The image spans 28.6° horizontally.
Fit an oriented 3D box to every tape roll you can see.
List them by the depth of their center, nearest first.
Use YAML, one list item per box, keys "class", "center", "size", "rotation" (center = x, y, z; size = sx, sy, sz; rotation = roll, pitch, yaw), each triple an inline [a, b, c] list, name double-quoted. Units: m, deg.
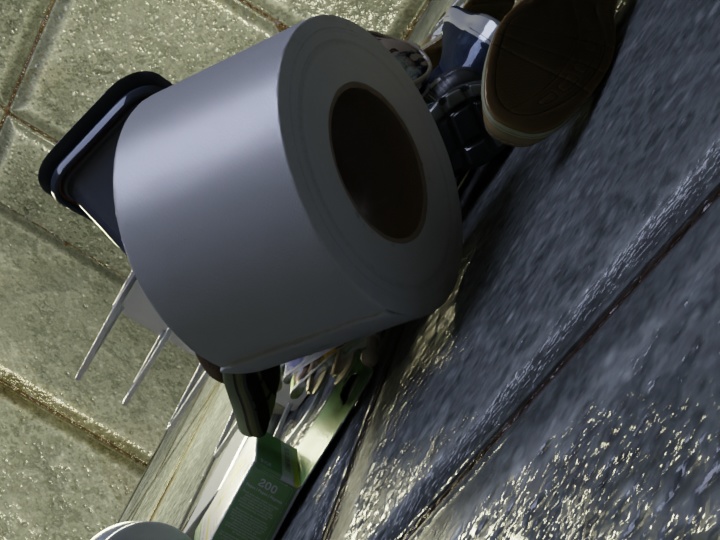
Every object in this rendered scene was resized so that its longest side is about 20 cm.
- class: "tape roll"
  center: [-0.042, -0.048, 0.918]
  size: [0.139, 0.203, 0.203]
  rotation: [-20, 27, 30]

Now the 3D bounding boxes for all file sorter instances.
- class: "file sorter"
  center: [-0.129, 0.073, 1.250]
  size: [0.139, 0.199, 0.125]
  rotation: [-54, 10, 42]

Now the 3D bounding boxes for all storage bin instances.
- class: "storage bin"
  center: [-0.121, -0.047, 1.091]
  size: [0.146, 0.134, 0.200]
  rotation: [-45, -28, 6]

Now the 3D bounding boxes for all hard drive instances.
- class: "hard drive"
  center: [-0.117, 0.180, 1.444]
  size: [0.132, 0.026, 0.200]
  rotation: [-53, 9, 46]

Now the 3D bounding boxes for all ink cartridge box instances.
- class: "ink cartridge box"
  center: [-0.063, 0.143, 1.082]
  size: [0.201, 0.048, 0.146]
  rotation: [-61, 5, 2]

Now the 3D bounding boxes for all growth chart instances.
- class: "growth chart"
  center: [-0.024, 0.034, 1.110]
  size: [0.200, 0.018, 0.145]
  rotation: [-25, 46, 60]

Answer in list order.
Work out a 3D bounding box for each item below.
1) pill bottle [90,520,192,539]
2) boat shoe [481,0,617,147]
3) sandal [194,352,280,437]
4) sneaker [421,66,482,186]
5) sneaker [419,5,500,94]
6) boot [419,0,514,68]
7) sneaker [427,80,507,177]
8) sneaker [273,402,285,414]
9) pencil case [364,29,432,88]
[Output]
- class: "pill bottle"
  center: [-0.194, 0.275, 1.195]
  size: [0.115, 0.114, 0.200]
  rotation: [-62, 7, -25]
- class: "boat shoe"
  center: [0.121, -0.141, 0.888]
  size: [0.067, 0.074, 0.200]
  rotation: [108, -171, -53]
- class: "sandal"
  center: [-0.099, 0.044, 1.022]
  size: [0.080, 0.057, 0.202]
  rotation: [-64, -23, -47]
- class: "sneaker"
  center: [0.049, -0.068, 1.136]
  size: [0.201, 0.066, 0.091]
  rotation: [-58, 11, 24]
- class: "sneaker"
  center: [0.076, -0.156, 1.254]
  size: [0.147, 0.077, 0.202]
  rotation: [-56, 7, 7]
- class: "boot"
  center: [0.112, -0.254, 1.475]
  size: [0.200, 0.072, 0.155]
  rotation: [-50, 11, 31]
- class: "sneaker"
  center: [0.031, -0.078, 1.066]
  size: [0.199, 0.076, 0.079]
  rotation: [-22, 2, 11]
- class: "sneaker"
  center: [-0.079, 0.043, 1.352]
  size: [0.085, 0.075, 0.201]
  rotation: [-78, 1, -49]
- class: "pencil case"
  center: [-0.020, -0.105, 1.170]
  size: [0.089, 0.078, 0.200]
  rotation: [-16, -35, -49]
